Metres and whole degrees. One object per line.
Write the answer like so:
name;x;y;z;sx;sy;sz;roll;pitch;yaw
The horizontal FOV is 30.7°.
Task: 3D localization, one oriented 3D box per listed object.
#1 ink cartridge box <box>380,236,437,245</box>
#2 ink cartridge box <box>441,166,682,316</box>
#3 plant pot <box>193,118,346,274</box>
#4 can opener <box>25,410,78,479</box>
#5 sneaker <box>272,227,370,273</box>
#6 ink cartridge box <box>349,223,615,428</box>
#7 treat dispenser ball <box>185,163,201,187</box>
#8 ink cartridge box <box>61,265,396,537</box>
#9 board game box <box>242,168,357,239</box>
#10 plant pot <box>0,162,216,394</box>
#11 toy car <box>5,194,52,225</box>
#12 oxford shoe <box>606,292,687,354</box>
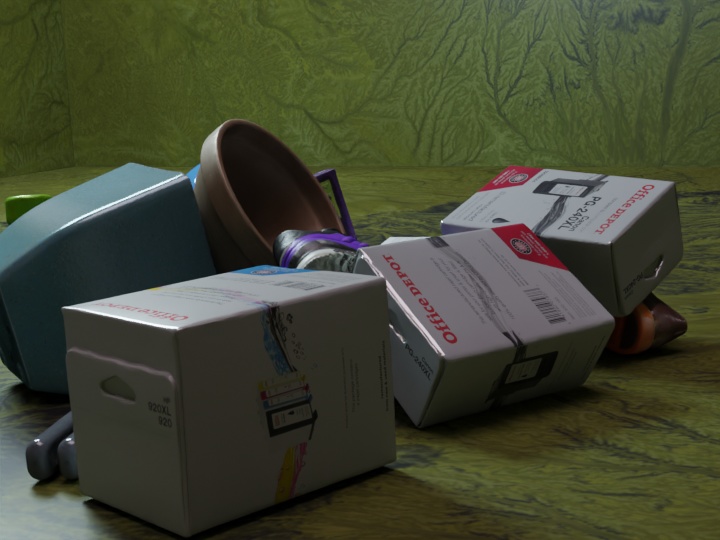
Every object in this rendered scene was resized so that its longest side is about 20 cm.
ink cartridge box;0.116;0.011;1.508;0.198;0.086;0.144;-2;11;16
ink cartridge box;0.206;-0.034;1.324;0.199;0.084;0.145;9;33;38
plant pot;-0.105;-0.044;1.314;0.092;0.202;0.201;-33;-3;23
can opener;-0.219;0.111;1.085;0.053;0.068;0.200;-2;10;10
sneaker;0.000;-0.001;1.230;0.199;0.070;0.099;17;14;-41
ink cartridge box;0.099;0.043;1.155;0.198;0.084;0.146;-10;46;-34
treat dispenser ball;-0.134;-0.037;1.516;0.198;0.203;0.201;-3;10;1
ink cartridge box;-0.095;0.086;0.962;0.199;0.146;0.146;-12;13;-42
board game box;-0.098;-0.019;1.407;0.199;0.121;0.032;-24;10;-23
plant pot;-0.264;0.022;1.296;0.199;0.198;0.195;-21;17;-24
toy car;-0.339;-0.004;1.558;0.156;0.166;0.200;-4;0;-7
oxford shoe;0.259;0.040;1.367;0.072;0.072;0.200;-3;19;-25
